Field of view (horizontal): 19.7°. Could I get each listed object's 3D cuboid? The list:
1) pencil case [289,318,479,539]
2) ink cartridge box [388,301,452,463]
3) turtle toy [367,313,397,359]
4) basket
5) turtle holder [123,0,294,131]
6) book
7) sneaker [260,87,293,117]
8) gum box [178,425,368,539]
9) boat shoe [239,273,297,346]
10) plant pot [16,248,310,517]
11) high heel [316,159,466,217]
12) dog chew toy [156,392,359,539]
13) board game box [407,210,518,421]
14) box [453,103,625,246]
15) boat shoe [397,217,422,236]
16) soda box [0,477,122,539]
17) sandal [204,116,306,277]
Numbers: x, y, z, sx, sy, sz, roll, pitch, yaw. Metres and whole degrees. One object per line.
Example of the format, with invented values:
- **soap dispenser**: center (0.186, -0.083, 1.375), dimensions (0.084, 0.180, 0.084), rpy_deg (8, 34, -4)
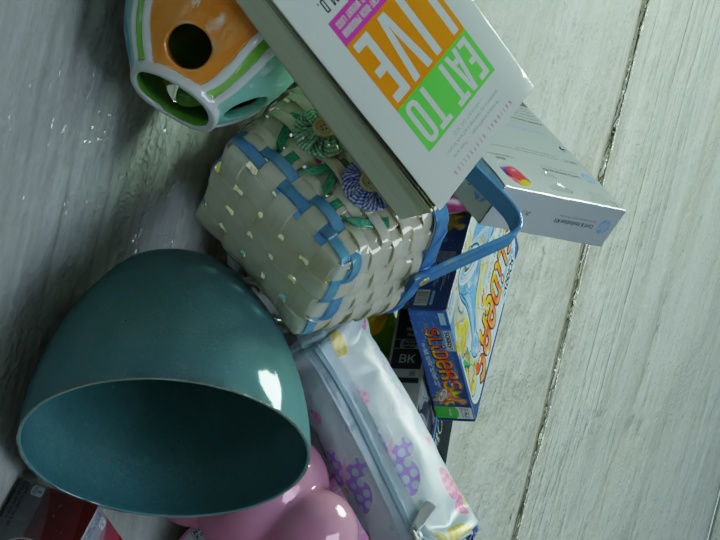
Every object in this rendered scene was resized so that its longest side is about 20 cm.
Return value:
- **pencil case**: center (0.009, 0.132, 1.564), dimensions (0.201, 0.083, 0.091), rpy_deg (62, 19, 2)
- **ink cartridge box**: center (0.058, 0.061, 1.745), dimensions (0.100, 0.039, 0.202), rpy_deg (61, 34, -55)
- **turtle toy**: center (-0.030, 0.098, 1.748), dimensions (0.202, 0.100, 0.146), rpy_deg (-68, 156, -13)
- **basket**: center (0.002, -0.054, 1.454), dimensions (0.199, 0.176, 0.139), rpy_deg (-30, 160, -44)
- **turtle holder**: center (-0.103, -0.167, 1.402), dimensions (0.141, 0.185, 0.132), rpy_deg (35, 73, -24)
- **book**: center (0.016, -0.154, 1.348), dimensions (0.200, 0.048, 0.134), rpy_deg (51, 60, -19)
- **sneaker**: center (-0.023, -0.105, 1.672), dimensions (0.078, 0.080, 0.200), rpy_deg (-33, 144, 15)
- **gum box**: center (-0.061, 0.215, 1.678), dimensions (0.200, 0.066, 0.113), rpy_deg (-44, 141, 6)
- **boat shoe**: center (-0.082, 0.035, 1.600), dimensions (0.199, 0.072, 0.066), rpy_deg (25, 83, -50)
- **plant pot**: center (-0.131, 0.066, 1.430), dimensions (0.201, 0.198, 0.136), rpy_deg (67, 20, -55)
- **high heel**: center (0.044, -0.097, 1.626), dimensions (0.199, 0.067, 0.097), rpy_deg (-10, 124, -32)
- **dog chew toy**: center (-0.080, 0.161, 1.543), dimensions (0.124, 0.200, 0.125), rpy_deg (-39, 153, -25)
- **board game box**: center (0.088, 0.005, 1.715), dimensions (0.136, 0.034, 0.201), rpy_deg (73, 25, -44)
- **box**: center (0.098, -0.103, 1.625), dimensions (0.155, 0.200, 0.041), rpy_deg (8, 123, -47)
- **boat shoe**: center (0.000, 0.000, 1.628), dimensions (0.199, 0.071, 0.068), rpy_deg (-11, 93, -56)
- **soda box**: center (-0.242, 0.249, 1.417), dimensions (0.201, 0.069, 0.064), rpy_deg (-63, 156, -23)
- **sandal**: center (-0.087, -0.059, 1.585), dimensions (0.079, 0.059, 0.207), rpy_deg (-33, 155, -33)
